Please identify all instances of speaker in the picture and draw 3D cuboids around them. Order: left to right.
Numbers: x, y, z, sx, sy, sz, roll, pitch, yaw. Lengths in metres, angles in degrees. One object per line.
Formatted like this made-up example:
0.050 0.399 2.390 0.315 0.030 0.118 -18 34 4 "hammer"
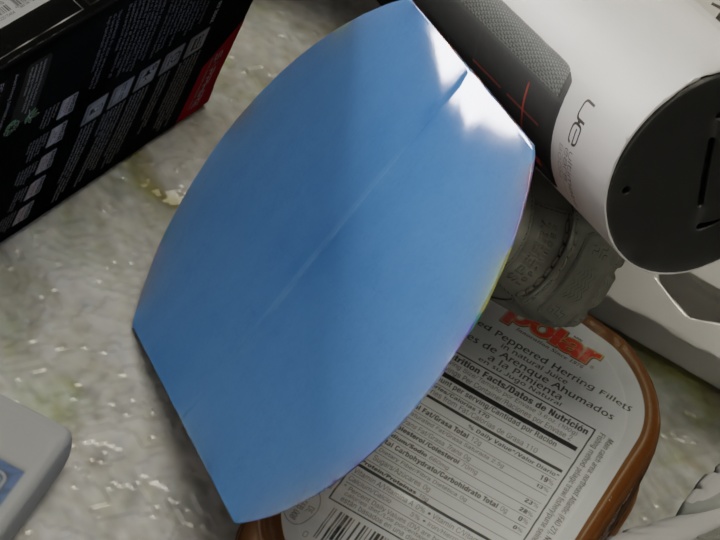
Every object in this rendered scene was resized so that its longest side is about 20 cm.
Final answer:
0.071 -0.083 0.958 0.081 0.081 0.200 -9 38 -27 "speaker"

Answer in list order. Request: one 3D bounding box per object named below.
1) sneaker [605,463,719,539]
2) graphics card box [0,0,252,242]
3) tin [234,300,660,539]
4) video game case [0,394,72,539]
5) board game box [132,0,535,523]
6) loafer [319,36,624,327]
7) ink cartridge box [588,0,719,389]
0.113 0.126 0.908 0.082 0.075 0.200 37 45 20 "sneaker"
-0.115 -0.073 0.989 0.051 0.126 0.200 40 47 11 "graphics card box"
0.034 0.076 0.961 0.112 0.042 0.200 32 44 7 "tin"
-0.216 0.078 0.877 0.182 0.022 0.200 26 44 7 "video game case"
0.000 0.000 0.940 0.039 0.158 0.200 32 13 -33 "board game box"
0.024 -0.045 1.017 0.070 0.070 0.200 26 8 -37 "loafer"
0.170 -0.045 1.064 0.128 0.125 0.200 29 43 10 "ink cartridge box"
